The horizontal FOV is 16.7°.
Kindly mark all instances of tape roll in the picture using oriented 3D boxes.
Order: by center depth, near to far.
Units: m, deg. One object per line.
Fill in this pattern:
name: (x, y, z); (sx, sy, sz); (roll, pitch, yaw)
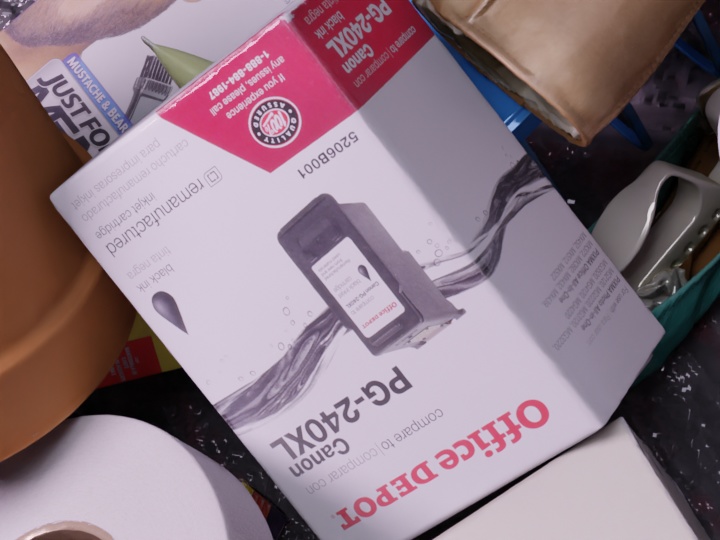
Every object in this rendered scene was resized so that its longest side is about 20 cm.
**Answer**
tape roll: (-0.117, 0.155, 0.966); (0.202, 0.037, 0.203); (-20, 54, 29)

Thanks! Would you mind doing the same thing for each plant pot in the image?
plant pot: (-0.202, -0.026, 0.999); (0.199, 0.140, 0.200); (-7, 44, 7)

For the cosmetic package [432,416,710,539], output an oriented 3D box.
cosmetic package: (0.052, 0.157, 0.955); (0.200, 0.103, 0.087); (-35, 61, 7)

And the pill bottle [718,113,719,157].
pill bottle: (0.200, -0.014, 0.912); (0.114, 0.200, 0.114); (-9, 64, 18)

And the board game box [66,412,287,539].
board game box: (-0.149, 0.160, 1.062); (0.165, 0.057, 0.200); (20, 75, 27)

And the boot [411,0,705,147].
boot: (0.091, -0.174, 0.966); (0.200, 0.066, 0.175); (-48, 59, -2)

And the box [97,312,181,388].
box: (-0.119, 0.012, 1.079); (0.199, 0.050, 0.075); (-14, 44, -3)

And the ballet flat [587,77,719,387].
ballet flat: (0.149, -0.036, 1.019); (0.067, 0.070, 0.200); (37, 84, 31)

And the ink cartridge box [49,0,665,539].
ink cartridge box: (0.000, 0.000, 0.968); (0.145, 0.083, 0.200); (-34, 98, 33)

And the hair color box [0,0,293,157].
hair color box: (-0.104, -0.092, 1.153); (0.200, 0.065, 0.109); (-40, 58, 0)

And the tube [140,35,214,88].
tube: (-0.008, -0.039, 1.053); (0.200, 0.058, 0.052); (35, 47, 5)

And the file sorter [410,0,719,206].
file sorter: (0.104, -0.141, 1.054); (0.200, 0.123, 0.139); (-45, 60, -1)
